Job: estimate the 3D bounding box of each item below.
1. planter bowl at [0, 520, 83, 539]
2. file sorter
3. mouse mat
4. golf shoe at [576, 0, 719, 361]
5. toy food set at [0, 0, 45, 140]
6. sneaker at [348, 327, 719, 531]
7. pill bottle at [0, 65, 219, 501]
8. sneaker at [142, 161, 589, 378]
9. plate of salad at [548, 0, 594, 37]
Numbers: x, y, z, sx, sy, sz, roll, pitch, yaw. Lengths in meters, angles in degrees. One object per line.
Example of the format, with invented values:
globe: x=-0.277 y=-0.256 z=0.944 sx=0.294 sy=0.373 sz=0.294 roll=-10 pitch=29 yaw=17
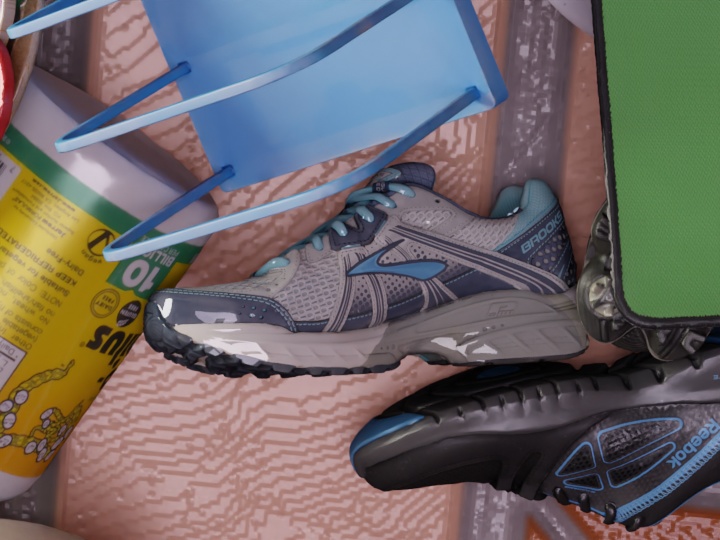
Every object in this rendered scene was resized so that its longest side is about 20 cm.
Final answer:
planter bowl: x=-0.160 y=0.221 z=1.168 sx=0.199 sy=0.135 sz=0.201 roll=-8 pitch=129 yaw=-10
file sorter: x=-0.062 y=-0.120 z=1.075 sx=0.138 sy=0.123 sz=0.201 roll=-15 pitch=103 yaw=35
mouse mat: x=0.172 y=-0.078 z=1.129 sx=0.160 sy=0.008 sz=0.202 roll=-2 pitch=79 yaw=-5
golf shoe: x=0.143 y=-0.063 z=1.187 sx=0.077 sy=0.088 sz=0.201 roll=26 pitch=100 yaw=-3
toy food set: x=-0.209 y=-0.100 z=1.157 sx=0.200 sy=0.049 sz=0.199 roll=-39 pitch=62 yaw=14
sneaker: x=0.095 y=0.078 z=1.219 sx=0.198 sy=0.073 sz=0.083 roll=-10 pitch=101 yaw=2
pill bottle: x=-0.157 y=0.024 z=1.190 sx=0.112 sy=0.113 sz=0.200 roll=36 pitch=97 yaw=-5
sneaker: x=0.000 y=0.000 z=1.195 sx=0.199 sy=0.077 sz=0.087 roll=-3 pitch=89 yaw=-27
plate of salad: x=0.150 y=-0.181 z=1.172 sx=0.199 sy=0.048 sz=0.202 roll=-4 pitch=107 yaw=-14
